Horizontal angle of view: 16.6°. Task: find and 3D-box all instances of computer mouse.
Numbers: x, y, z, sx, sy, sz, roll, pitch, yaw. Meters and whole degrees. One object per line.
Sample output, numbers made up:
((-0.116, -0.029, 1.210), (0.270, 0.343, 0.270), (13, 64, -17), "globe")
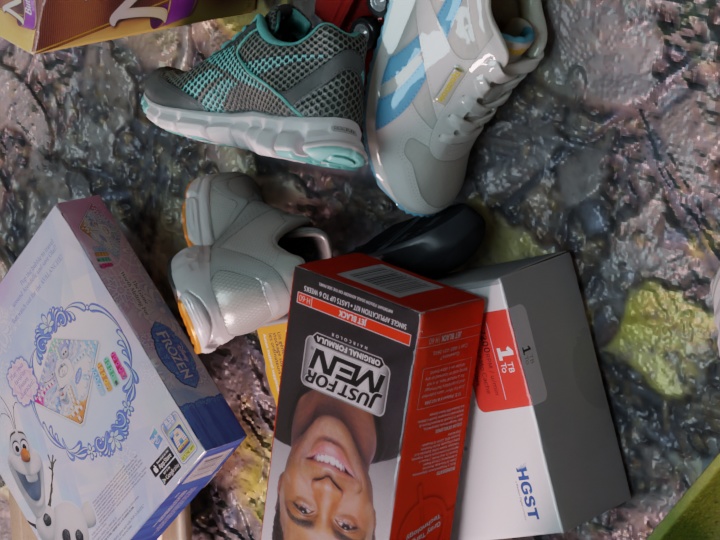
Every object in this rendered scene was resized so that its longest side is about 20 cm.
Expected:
((0.000, 0.000, 1.530), (0.200, 0.059, 0.034), (-16, 106, 43), "computer mouse")

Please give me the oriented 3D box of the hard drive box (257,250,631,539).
((0.048, 0.083, 1.497), (0.200, 0.077, 0.156), (-12, 94, 41), "hard drive box")

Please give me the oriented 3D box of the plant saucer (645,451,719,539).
((0.270, 0.173, 1.353), (0.200, 0.048, 0.200), (48, 127, 20), "plant saucer")

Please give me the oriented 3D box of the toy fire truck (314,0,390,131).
((-0.020, -0.189, 1.498), (0.141, 0.049, 0.200), (46, 128, 23), "toy fire truck")

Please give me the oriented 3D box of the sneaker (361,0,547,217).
((0.058, -0.120, 1.435), (0.081, 0.076, 0.200), (25, 119, 31), "sneaker")

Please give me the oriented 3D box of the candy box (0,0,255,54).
((-0.135, -0.205, 1.490), (0.056, 0.200, 0.117), (31, 120, 31), "candy box")

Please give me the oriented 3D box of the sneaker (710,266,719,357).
((0.243, -0.039, 1.302), (0.200, 0.078, 0.099), (-54, 26, 17), "sneaker")

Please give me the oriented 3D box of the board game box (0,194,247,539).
((-0.184, 0.088, 1.654), (0.199, 0.043, 0.200), (57, 133, 17), "board game box")

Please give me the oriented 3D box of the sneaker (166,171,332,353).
((-0.060, -0.011, 1.519), (0.092, 0.200, 0.076), (-14, 114, 7), "sneaker")

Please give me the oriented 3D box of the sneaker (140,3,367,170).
((-0.057, -0.116, 1.481), (0.200, 0.078, 0.091), (14, 94, 49), "sneaker")

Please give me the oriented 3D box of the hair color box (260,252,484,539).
((0.004, 0.100, 1.439), (0.101, 0.061, 0.200), (20, 111, 38), "hair color box")

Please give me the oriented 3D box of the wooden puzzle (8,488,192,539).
((-0.178, 0.123, 1.722), (0.200, 0.046, 0.185), (11, 108, 43), "wooden puzzle")
